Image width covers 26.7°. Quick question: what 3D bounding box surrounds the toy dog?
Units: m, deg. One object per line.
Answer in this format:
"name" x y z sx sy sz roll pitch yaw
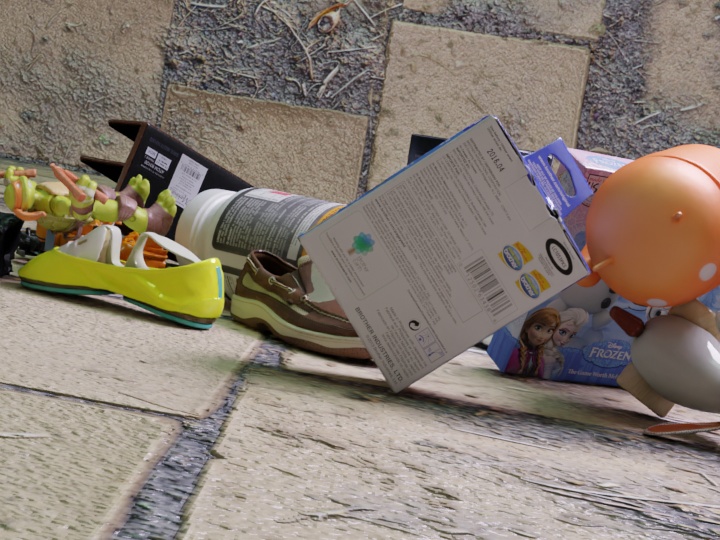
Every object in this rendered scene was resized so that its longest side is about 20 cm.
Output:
"toy dog" 0.250 0.071 1.135 0.096 0.133 0.200 32 -15 -23

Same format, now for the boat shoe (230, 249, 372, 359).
"boat shoe" -0.043 0.022 1.273 0.074 0.076 0.201 6 6 -42

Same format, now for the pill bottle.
"pill bottle" -0.074 -0.016 1.428 0.199 0.118 0.116 14 6 39

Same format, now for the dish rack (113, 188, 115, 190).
"dish rack" -0.291 -0.079 1.869 0.170 0.044 0.200 -20 4 2

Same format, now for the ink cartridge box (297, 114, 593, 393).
"ink cartridge box" 0.075 -0.021 1.102 0.199 0.137 0.076 -32 4 7

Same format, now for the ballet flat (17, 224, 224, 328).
"ballet flat" -0.200 -0.003 1.281 0.198 0.068 0.067 12 6 24

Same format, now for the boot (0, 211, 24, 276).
"boot" -0.384 -0.035 1.294 0.161 0.074 0.198 16 6 0

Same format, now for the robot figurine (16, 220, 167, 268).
"robot figurine" -0.261 -0.025 1.480 0.144 0.059 0.200 10 5 -25

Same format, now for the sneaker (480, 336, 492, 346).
"sneaker" 0.168 0.041 1.459 0.077 0.080 0.200 9 -3 -28

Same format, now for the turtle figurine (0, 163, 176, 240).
"turtle figurine" -0.245 -0.058 1.326 0.160 0.065 0.199 5 3 -40

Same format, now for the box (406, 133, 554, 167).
"box" 0.122 -0.049 1.747 0.122 0.200 0.200 7 5 -14

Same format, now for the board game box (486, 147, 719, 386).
"board game box" 0.233 0.006 1.318 0.198 0.200 0.043 7 24 -26

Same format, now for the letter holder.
"letter holder" -0.220 -0.080 1.660 0.141 0.101 0.199 12 -14 46

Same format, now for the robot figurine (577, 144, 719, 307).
"robot figurine" 0.242 -0.034 1.166 0.143 0.118 0.200 15 16 26
